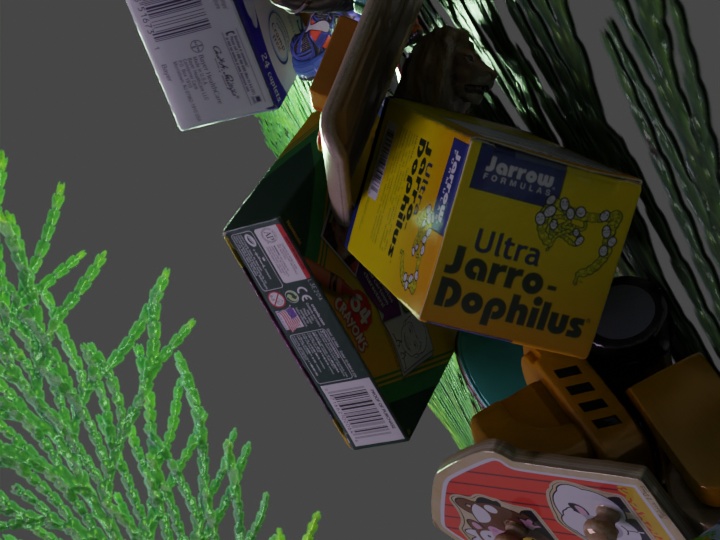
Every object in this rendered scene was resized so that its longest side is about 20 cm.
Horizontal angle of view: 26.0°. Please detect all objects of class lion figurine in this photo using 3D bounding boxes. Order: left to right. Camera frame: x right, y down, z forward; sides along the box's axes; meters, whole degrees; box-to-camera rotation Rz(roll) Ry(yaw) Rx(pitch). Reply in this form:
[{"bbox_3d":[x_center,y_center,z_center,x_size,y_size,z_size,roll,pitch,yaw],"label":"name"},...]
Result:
[{"bbox_3d":[0.063,-0.096,1.133,0.200,0.072,0.123,51,-134,-79],"label":"lion figurine"}]

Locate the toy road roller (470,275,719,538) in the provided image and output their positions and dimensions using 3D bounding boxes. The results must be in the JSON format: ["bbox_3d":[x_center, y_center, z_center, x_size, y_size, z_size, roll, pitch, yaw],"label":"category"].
[{"bbox_3d":[0.159,0.118,0.954,0.200,0.146,0.123,56,173,42],"label":"toy road roller"}]

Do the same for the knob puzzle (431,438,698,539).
[{"bbox_3d":[0.121,0.172,0.952,0.219,0.030,0.220,23,152,13],"label":"knob puzzle"}]

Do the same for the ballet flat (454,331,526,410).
[{"bbox_3d":[0.148,0.115,1.185,0.200,0.068,0.068,46,-177,19],"label":"ballet flat"}]

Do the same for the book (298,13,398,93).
[{"bbox_3d":[-0.018,-0.222,1.416,0.134,0.048,0.200,52,171,45],"label":"book"}]

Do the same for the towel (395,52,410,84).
[{"bbox_3d":[0.067,-0.064,1.298,0.144,0.023,0.200,-96,-13,-46],"label":"towel"}]

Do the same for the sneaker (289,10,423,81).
[{"bbox_3d":[-0.009,-0.206,1.268,0.200,0.075,0.079,-7,101,67],"label":"sneaker"}]

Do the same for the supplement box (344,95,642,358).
[{"bbox_3d":[0.074,-0.032,0.960,0.200,0.109,0.110,-135,59,-72],"label":"supplement box"}]

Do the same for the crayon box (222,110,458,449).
[{"bbox_3d":[0.000,0.000,1.157,0.200,0.058,0.173,61,-143,-23],"label":"crayon box"}]

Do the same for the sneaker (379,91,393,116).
[{"bbox_3d":[0.012,-0.070,1.325,0.079,0.089,0.200,64,-164,-54],"label":"sneaker"}]

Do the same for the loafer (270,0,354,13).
[{"bbox_3d":[-0.042,-0.268,1.022,0.073,0.072,0.201,-7,98,42],"label":"loafer"}]

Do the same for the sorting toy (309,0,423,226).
[{"bbox_3d":[0.004,-0.145,1.020,0.036,0.200,0.185,16,168,4],"label":"sorting toy"}]

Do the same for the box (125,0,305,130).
[{"bbox_3d":[-0.128,-0.260,1.440,0.200,0.105,0.184,-71,-34,-56],"label":"box"}]

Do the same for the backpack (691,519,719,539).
[{"bbox_3d":[0.233,0.225,0.813,0.200,0.147,0.183,59,177,-21],"label":"backpack"}]
